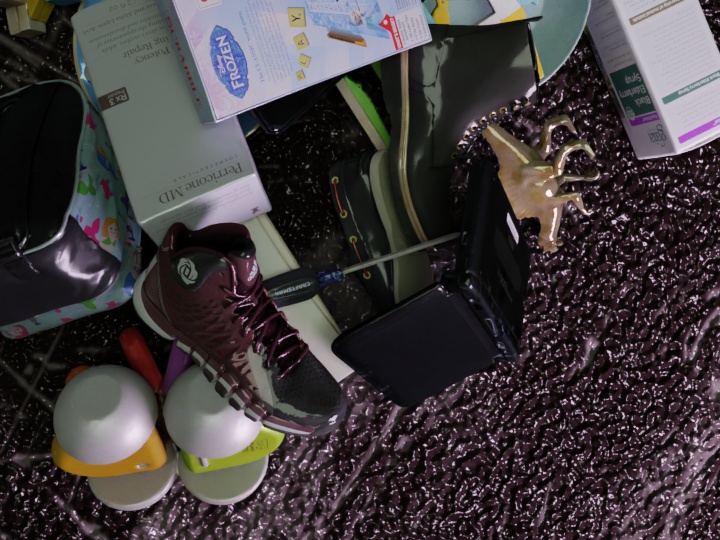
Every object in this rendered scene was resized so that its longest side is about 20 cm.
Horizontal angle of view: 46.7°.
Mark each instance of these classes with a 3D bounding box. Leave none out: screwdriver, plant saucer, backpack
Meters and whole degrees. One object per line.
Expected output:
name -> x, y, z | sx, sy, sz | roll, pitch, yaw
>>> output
screwdriver -> 0.000, 0.000, 0.712 | 0.198, 0.028, 0.029 | -13, 64, -14
plant saucer -> 0.114, -0.261, 0.785 | 0.199, 0.039, 0.203 | -1, 108, -2
backpack -> -0.272, -0.052, 0.691 | 0.176, 0.151, 0.201 | -18, 58, 12

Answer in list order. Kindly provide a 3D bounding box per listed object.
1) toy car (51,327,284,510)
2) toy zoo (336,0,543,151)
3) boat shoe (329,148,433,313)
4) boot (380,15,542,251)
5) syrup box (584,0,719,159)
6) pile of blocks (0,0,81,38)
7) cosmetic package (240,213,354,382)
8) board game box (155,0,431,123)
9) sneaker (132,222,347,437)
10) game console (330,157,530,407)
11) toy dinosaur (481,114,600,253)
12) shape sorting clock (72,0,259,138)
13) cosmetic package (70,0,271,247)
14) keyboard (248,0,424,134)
toy car -> -0.167, 0.118, 0.742 | 0.198, 0.176, 0.151 | -2, 56, -5
toy zoo -> 0.079, -0.198, 0.773 | 0.199, 0.020, 0.132 | -31, 107, 10
boat shoe -> 0.023, -0.014, 0.794 | 0.063, 0.074, 0.203 | -6, 108, 30
boot -> 0.097, -0.118, 0.732 | 0.137, 0.078, 0.202 | -3, 112, 18
syrup box -> 0.281, -0.214, 0.804 | 0.081, 0.079, 0.201 | -25, 97, -6
pile of blocks -> -0.259, -0.288, 0.707 | 0.082, 0.062, 0.201 | 32, 106, 14
cosmetic package -> -0.086, 0.016, 0.758 | 0.073, 0.104, 0.201 | -34, 98, -7
board game box -> -0.061, -0.238, 0.623 | 0.198, 0.041, 0.201 | -25, 107, -23
sneaker -> -0.082, 0.037, 0.634 | 0.199, 0.076, 0.116 | 34, 130, 3
game console -> 0.073, 0.020, 0.747 | 0.115, 0.200, 0.177 | 2, 68, 23
toy dinosaur -> 0.162, -0.096, 0.777 | 0.101, 0.058, 0.200 | -32, 113, 11
shape sorting clock -> -0.163, -0.205, 0.766 | 0.198, 0.039, 0.202 | 0, 93, -8
cosmetic package -> -0.155, -0.129, 0.682 | 0.101, 0.074, 0.201 | -23, 71, -3
keyboard -> -0.036, -0.213, 0.690 | 0.200, 0.040, 0.104 | -45, 119, -15
